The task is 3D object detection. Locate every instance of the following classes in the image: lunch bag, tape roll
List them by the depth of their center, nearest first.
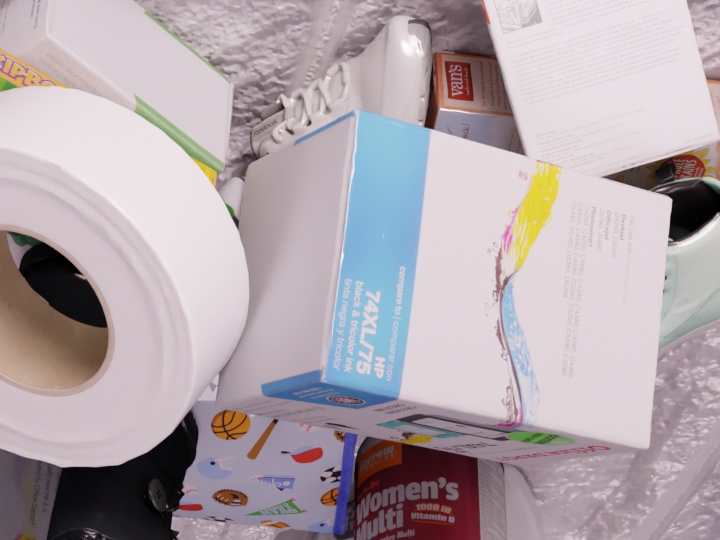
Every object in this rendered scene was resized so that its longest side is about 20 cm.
[{"bbox_3d":[-0.163,0.006,1.020,0.202,0.071,0.203,12,125,18],"label":"tape roll"},{"bbox_3d":[-0.081,0.084,1.305,0.169,0.124,0.200,3,147,-1],"label":"lunch bag"}]

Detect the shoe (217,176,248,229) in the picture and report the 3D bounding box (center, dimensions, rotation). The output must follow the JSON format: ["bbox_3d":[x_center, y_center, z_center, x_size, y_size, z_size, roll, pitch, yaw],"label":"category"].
[{"bbox_3d":[0.000,0.000,1.153,0.091,0.071,0.200,-39,117,-4],"label":"shoe"}]

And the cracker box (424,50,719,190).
[{"bbox_3d":[0.132,-0.061,1.180,0.199,0.058,0.134,5,138,-7],"label":"cracker box"}]

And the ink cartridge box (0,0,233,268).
[{"bbox_3d":[-0.198,-0.080,1.136,0.200,0.085,0.146,-30,131,30],"label":"ink cartridge box"}]

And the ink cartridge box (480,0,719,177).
[{"bbox_3d":[0.122,-0.152,1.052,0.109,0.050,0.200,-16,115,6],"label":"ink cartridge box"}]

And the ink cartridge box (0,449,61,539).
[{"bbox_3d":[-0.248,0.166,1.382,0.199,0.146,0.083,16,139,-17],"label":"ink cartridge box"}]

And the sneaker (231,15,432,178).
[{"bbox_3d":[-0.017,-0.081,1.148,0.087,0.075,0.200,20,136,-15],"label":"sneaker"}]

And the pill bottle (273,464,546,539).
[{"bbox_3d":[0.037,0.226,1.479,0.199,0.113,0.113,-17,137,19],"label":"pill bottle"}]

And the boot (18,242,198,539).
[{"bbox_3d":[-0.156,0.103,1.141,0.076,0.168,0.200,-13,126,12],"label":"boot"}]

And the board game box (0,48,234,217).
[{"bbox_3d":[-0.175,-0.061,1.071,0.200,0.030,0.095,31,131,-23],"label":"board game box"}]

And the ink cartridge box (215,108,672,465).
[{"bbox_3d":[0.046,0.017,1.049,0.199,0.147,0.147,13,166,-24],"label":"ink cartridge box"}]

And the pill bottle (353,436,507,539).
[{"bbox_3d":[0.049,0.171,1.345,0.109,0.200,0.110,0,141,0],"label":"pill bottle"}]

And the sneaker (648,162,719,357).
[{"bbox_3d":[0.149,0.012,1.150,0.200,0.074,0.118,-32,139,9],"label":"sneaker"}]
